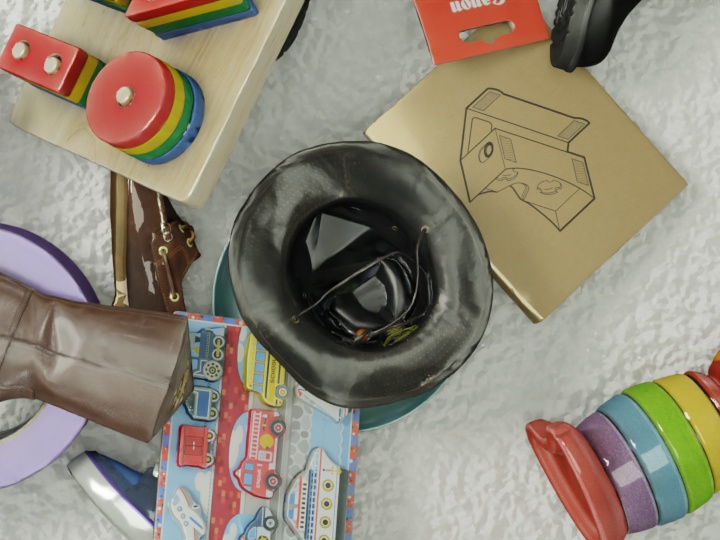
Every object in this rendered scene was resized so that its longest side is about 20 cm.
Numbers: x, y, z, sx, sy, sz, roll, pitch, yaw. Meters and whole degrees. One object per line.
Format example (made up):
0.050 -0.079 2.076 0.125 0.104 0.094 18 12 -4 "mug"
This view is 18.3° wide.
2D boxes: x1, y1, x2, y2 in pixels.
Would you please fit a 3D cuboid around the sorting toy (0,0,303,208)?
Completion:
-0.159 -0.174 1.619 0.199 0.070 0.200 24 87 36 "sorting toy"

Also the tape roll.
-0.292 0.063 1.685 0.200 0.085 0.200 0 92 -2 "tape roll"

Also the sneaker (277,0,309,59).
-0.043 -0.245 1.676 0.076 0.091 0.200 24 90 -2 "sneaker"

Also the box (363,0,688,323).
0.127 -0.085 1.712 0.163 0.021 0.200 -43 94 -9 "box"

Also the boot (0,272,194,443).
-0.228 0.101 1.618 0.200 0.064 0.187 16 92 -5 "boot"

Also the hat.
0.000 0.000 1.667 0.200 0.081 0.201 0 94 -2 "hat"

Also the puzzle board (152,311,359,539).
-0.074 0.137 1.662 0.151 0.017 0.200 7 78 -15 "puzzle board"

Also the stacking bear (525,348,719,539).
0.245 0.122 1.699 0.200 0.121 0.114 -27 91 -8 "stacking bear"

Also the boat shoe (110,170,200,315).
-0.156 -0.010 1.696 0.070 0.070 0.200 -1 100 -6 "boat shoe"

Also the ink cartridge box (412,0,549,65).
0.078 -0.263 1.671 0.109 0.050 0.200 -15 86 -24 "ink cartridge box"

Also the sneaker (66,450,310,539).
-0.106 0.168 1.707 0.200 0.081 0.146 42 79 3 "sneaker"

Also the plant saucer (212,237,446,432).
-0.014 0.024 1.721 0.200 0.027 0.200 0 92 -1 "plant saucer"

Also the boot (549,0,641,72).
0.244 -0.225 1.684 0.158 0.079 0.211 23 85 -3 "boot"
